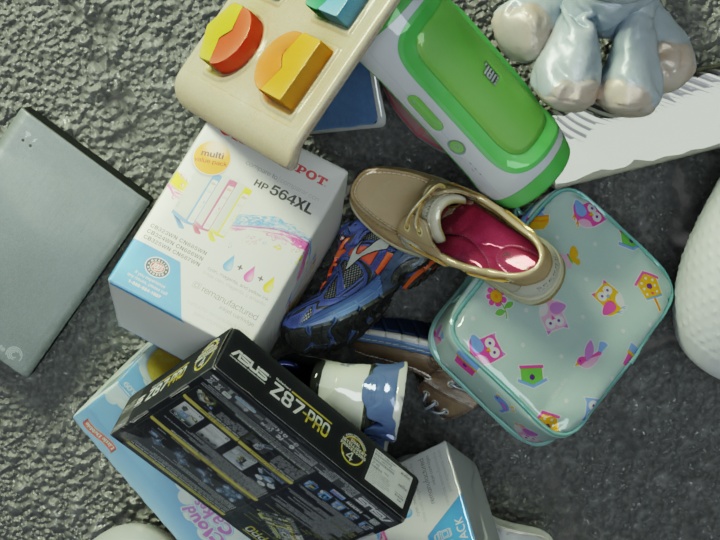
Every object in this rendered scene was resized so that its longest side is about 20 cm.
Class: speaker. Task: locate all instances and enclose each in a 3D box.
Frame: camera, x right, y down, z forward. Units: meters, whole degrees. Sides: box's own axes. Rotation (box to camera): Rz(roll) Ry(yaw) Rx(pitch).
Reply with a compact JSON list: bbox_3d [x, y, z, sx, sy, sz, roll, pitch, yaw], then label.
[{"bbox_3d":[0.077,-0.143,1.011,0.088,0.089,0.200,-43,109,7],"label":"speaker"}]

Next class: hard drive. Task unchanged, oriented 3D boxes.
[{"bbox_3d":[-0.299,-0.024,1.148,0.139,0.033,0.201,36,98,-5],"label":"hard drive"}]

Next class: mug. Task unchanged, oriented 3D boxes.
[{"bbox_3d":[0.359,0.020,1.067,0.200,0.147,0.176,44,132,28],"label":"mug"}]

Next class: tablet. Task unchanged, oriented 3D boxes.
[{"bbox_3d":[-0.031,-0.217,1.074,0.014,0.130,0.202,-17,101,-31],"label":"tablet"}]

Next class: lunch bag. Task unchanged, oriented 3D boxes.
[{"bbox_3d":[0.162,0.034,1.096,0.160,0.077,0.200,41,67,1],"label":"lunch bag"}]

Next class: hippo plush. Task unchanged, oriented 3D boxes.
[{"bbox_3d":[0.214,-0.225,0.989,0.159,0.161,0.200,38,63,7],"label":"hippo plush"}]

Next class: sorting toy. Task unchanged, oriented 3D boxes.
[{"bbox_3d":[-0.055,-0.194,0.981,0.036,0.185,0.201,29,92,-43],"label":"sorting toy"}]

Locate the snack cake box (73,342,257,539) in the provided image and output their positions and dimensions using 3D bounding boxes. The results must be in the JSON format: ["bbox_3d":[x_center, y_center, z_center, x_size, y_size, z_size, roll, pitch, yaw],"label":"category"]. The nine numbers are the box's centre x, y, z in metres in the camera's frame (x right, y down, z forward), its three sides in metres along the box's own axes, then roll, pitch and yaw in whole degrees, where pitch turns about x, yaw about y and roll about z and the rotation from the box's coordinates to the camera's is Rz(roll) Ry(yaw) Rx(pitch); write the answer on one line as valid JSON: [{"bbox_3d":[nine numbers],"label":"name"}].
[{"bbox_3d":[-0.145,0.162,1.129,0.067,0.115,0.200,-36,99,27],"label":"snack cake box"}]

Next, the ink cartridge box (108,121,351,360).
[{"bbox_3d":[-0.101,-0.026,1.063,0.128,0.125,0.201,26,70,5],"label":"ink cartridge box"}]

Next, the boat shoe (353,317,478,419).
[{"bbox_3d":[0.084,0.095,1.143,0.198,0.072,0.073,13,101,-1],"label":"boat shoe"}]

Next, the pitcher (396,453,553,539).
[{"bbox_3d":[0.058,0.286,1.164,0.171,0.121,0.201,33,88,16],"label":"pitcher"}]

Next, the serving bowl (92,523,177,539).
[{"bbox_3d":[-0.151,0.294,1.120,0.066,0.200,0.200,-41,97,-1],"label":"serving bowl"}]

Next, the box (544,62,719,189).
[{"bbox_3d":[0.250,-0.128,1.100,0.198,0.082,0.069,-15,97,2],"label":"box"}]

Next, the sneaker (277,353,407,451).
[{"bbox_3d":[-0.026,0.116,1.094,0.114,0.200,0.081,13,66,-1],"label":"sneaker"}]

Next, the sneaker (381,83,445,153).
[{"bbox_3d":[0.046,-0.186,1.081,0.075,0.105,0.201,-28,99,2],"label":"sneaker"}]

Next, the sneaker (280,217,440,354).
[{"bbox_3d":[0.000,0.000,1.104,0.078,0.076,0.200,43,56,14],"label":"sneaker"}]

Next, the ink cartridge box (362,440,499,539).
[{"bbox_3d":[0.017,0.247,1.103,0.199,0.116,0.068,-29,143,17],"label":"ink cartridge box"}]

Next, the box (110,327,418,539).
[{"bbox_3d":[-0.077,0.148,1.015,0.200,0.049,0.161,40,134,-17],"label":"box"}]

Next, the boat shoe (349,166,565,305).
[{"bbox_3d":[0.073,-0.040,1.037,0.199,0.069,0.074,25,82,22],"label":"boat shoe"}]
